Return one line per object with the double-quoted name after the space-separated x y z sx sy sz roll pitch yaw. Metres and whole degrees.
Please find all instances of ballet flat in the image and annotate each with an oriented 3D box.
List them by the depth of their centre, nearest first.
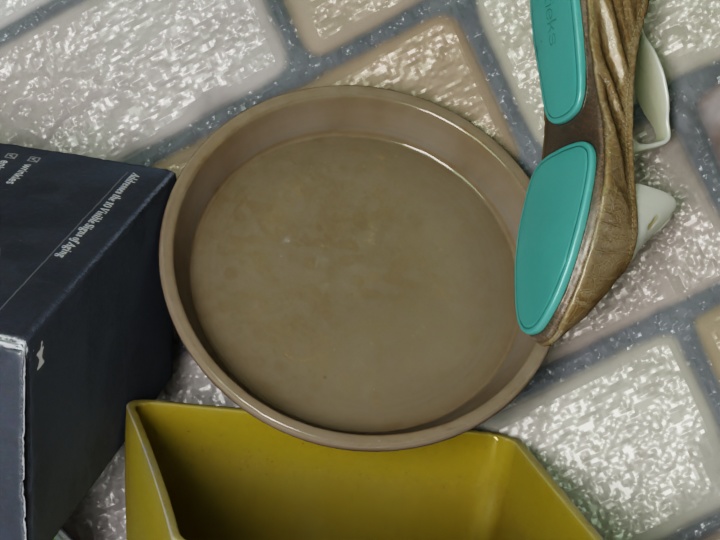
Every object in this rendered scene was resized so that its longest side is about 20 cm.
0.118 -0.059 1.104 0.068 0.072 0.200 -25 59 59 "ballet flat"

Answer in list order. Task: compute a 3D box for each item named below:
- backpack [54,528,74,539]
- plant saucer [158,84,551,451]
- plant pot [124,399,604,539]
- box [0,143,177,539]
-0.236 0.165 1.146 0.200 0.183 0.147 17 70 22 "backpack"
0.000 0.000 1.112 0.200 0.029 0.200 4 62 -8 "plant saucer"
-0.011 0.180 1.042 0.200 0.200 0.177 6 102 -14 "plant pot"
-0.210 0.026 1.076 0.196 0.200 0.124 8 116 13 "box"
